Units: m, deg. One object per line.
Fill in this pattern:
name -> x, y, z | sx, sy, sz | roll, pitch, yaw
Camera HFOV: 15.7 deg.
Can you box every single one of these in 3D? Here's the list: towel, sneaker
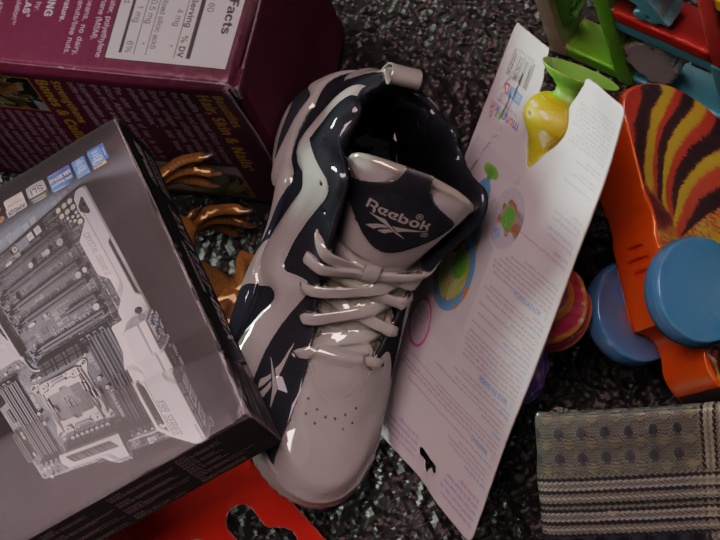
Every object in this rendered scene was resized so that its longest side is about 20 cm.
towel -> 0.172, 0.144, 1.059 | 0.199, 0.034, 0.194 | -3, 97, 26
sneaker -> 0.000, 0.000, 1.146 | 0.079, 0.130, 0.201 | 17, 75, -14

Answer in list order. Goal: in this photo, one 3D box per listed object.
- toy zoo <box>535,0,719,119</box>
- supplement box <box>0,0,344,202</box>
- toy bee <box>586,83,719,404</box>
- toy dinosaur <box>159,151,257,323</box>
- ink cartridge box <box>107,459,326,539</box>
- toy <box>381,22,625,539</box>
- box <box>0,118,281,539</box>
toy zoo -> 0.164, -0.100, 1.177 | 0.199, 0.131, 0.021 | 27, 75, 24
supplement box -> -0.124, -0.111, 1.257 | 0.198, 0.131, 0.104 | 7, 68, 16
toy bee -> 0.154, 0.021, 1.149 | 0.131, 0.108, 0.202 | 21, 108, 61
toy dinosaur -> -0.097, 0.001, 1.220 | 0.198, 0.061, 0.107 | 15, 58, 7
ink cartridge box -> -0.101, 0.175, 1.168 | 0.200, 0.050, 0.162 | -43, 63, -3
toy -> 0.072, 0.005, 1.144 | 0.115, 0.047, 0.201 | 48, 126, 58
box -> -0.156, 0.051, 1.164 | 0.199, 0.050, 0.159 | -28, 67, 7
